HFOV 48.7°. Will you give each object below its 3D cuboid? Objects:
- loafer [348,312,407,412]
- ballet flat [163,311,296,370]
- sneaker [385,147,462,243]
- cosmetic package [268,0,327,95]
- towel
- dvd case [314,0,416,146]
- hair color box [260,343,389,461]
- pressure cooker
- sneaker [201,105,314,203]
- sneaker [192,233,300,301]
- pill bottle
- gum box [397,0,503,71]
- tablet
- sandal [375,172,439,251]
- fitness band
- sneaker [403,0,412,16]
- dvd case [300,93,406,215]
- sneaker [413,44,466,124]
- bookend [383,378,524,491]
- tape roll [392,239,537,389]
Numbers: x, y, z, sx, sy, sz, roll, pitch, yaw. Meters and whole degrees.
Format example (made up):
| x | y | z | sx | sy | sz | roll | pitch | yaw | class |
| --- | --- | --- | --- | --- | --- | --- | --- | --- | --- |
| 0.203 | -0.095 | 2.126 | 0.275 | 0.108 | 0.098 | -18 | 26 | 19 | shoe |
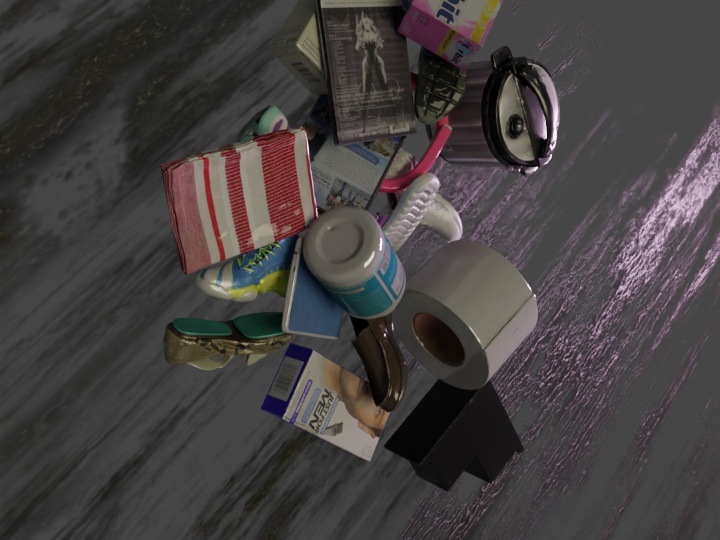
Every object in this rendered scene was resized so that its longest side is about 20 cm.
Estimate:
| x | y | z | sx | sy | sz | roll | pitch | yaw | class |
| --- | --- | --- | --- | --- | --- | --- | --- | --- | --- |
| 0.015 | 0.121 | 1.215 | 0.070 | 0.073 | 0.202 | 4 | 58 | -29 | loafer |
| -0.177 | 0.099 | 1.089 | 0.198 | 0.068 | 0.076 | -2 | 120 | -35 | ballet flat |
| 0.088 | -0.105 | 1.282 | 0.200 | 0.070 | 0.080 | 46 | 73 | -28 | sneaker |
| -0.032 | -0.360 | 1.126 | 0.105 | 0.071 | 0.201 | 38 | 72 | -37 | cosmetic package |
| -0.145 | -0.090 | 1.006 | 0.199 | 0.023 | 0.145 | -22 | 122 | -27 | towel |
| 0.010 | -0.284 | 1.110 | 0.148 | 0.016 | 0.202 | -16 | 104 | -37 | dvd case |
| -0.045 | 0.203 | 1.213 | 0.200 | 0.064 | 0.110 | 36 | 73 | -40 | hair color box |
| 0.225 | -0.250 | 1.284 | 0.175 | 0.199 | 0.180 | 20 | 83 | -40 | pressure cooker |
| -0.133 | -0.108 | 1.058 | 0.140 | 0.078 | 0.200 | 48 | 67 | -20 | sneaker |
| -0.140 | -0.017 | 1.081 | 0.199 | 0.075 | 0.106 | -1 | 107 | -52 | sneaker |
| 0.000 | 0.000 | 1.116 | 0.112 | 0.110 | 0.200 | -62 | 155 | -14 | pill bottle |
| 0.147 | -0.403 | 1.142 | 0.113 | 0.066 | 0.201 | 28 | 66 | -6 | gum box |
| -0.059 | 0.030 | 1.144 | 0.200 | 0.014 | 0.132 | 22 | 78 | -69 | tablet |
| 0.048 | -0.076 | 1.215 | 0.082 | 0.050 | 0.203 | -4 | 139 | -54 | sandal |
| 0.055 | -0.209 | 1.206 | 0.143 | 0.037 | 0.201 | 34 | 73 | -7 | fitness band |
| 0.069 | -0.463 | 1.191 | 0.087 | 0.075 | 0.200 | -52 | 135 | -6 | sneaker |
| -0.024 | -0.173 | 1.154 | 0.142 | 0.018 | 0.201 | 29 | 75 | -8 | dvd case |
| 0.122 | -0.308 | 1.199 | 0.075 | 0.079 | 0.202 | 20 | 78 | -14 | sneaker |
| 0.170 | 0.310 | 1.398 | 0.199 | 0.092 | 0.201 | -47 | 125 | -24 | bookend |
| 0.165 | 0.071 | 1.283 | 0.139 | 0.202 | 0.204 | -42 | 122 | -29 | tape roll |
